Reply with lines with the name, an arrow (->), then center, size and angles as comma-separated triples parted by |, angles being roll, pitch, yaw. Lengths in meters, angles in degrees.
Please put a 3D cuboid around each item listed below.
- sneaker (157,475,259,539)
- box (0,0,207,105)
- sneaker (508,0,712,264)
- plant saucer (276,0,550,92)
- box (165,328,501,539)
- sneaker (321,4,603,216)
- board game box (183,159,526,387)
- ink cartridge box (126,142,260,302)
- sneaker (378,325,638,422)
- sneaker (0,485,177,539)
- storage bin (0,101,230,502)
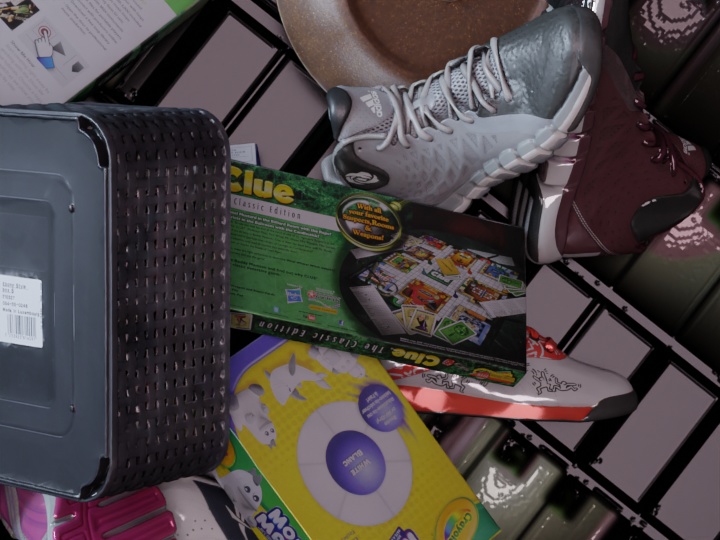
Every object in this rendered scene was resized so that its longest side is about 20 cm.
sneaker -> -0.060, 0.202, 1.205 | 0.079, 0.130, 0.199 | -34, 89, -3
box -> -0.195, -0.167, 1.211 | 0.144, 0.036, 0.200 | 48, 56, -3
sneaker -> 0.162, -0.097, 1.237 | 0.115, 0.076, 0.200 | 3, 118, -14
plant saucer -> 0.048, -0.182, 1.238 | 0.200, 0.037, 0.201 | -2, 97, -17
box -> -0.007, 0.124, 1.168 | 0.117, 0.048, 0.200 | -35, 89, -40
sneaker -> 0.043, -0.092, 1.179 | 0.115, 0.200, 0.075 | 14, 53, -28
board game box -> 0.000, 0.000, 1.187 | 0.199, 0.023, 0.105 | 13, 57, -14
ink cartridge box -> -0.156, -0.021, 1.231 | 0.199, 0.044, 0.094 | -5, 48, -1
sneaker -> 0.070, 0.033, 1.245 | 0.201, 0.067, 0.108 | 3, 90, 1
sneaker -> -0.174, 0.134, 1.225 | 0.081, 0.088, 0.200 | -10, 72, -35
storage bin -> -0.150, 0.012, 1.106 | 0.135, 0.094, 0.201 | 6, 98, 38
